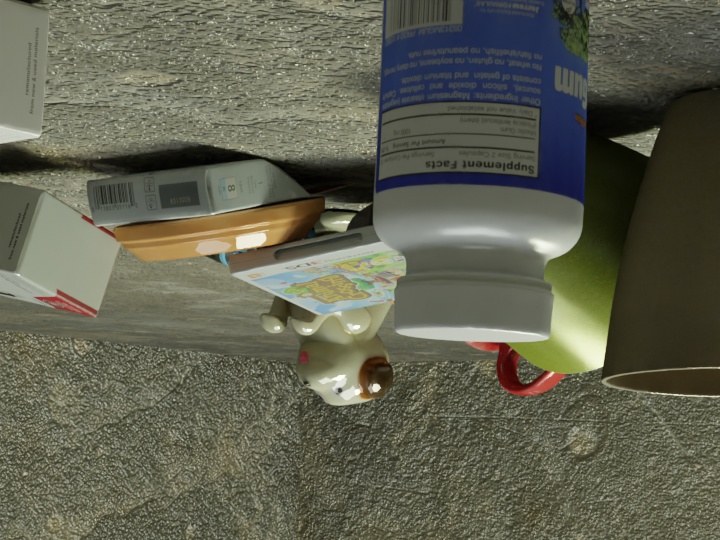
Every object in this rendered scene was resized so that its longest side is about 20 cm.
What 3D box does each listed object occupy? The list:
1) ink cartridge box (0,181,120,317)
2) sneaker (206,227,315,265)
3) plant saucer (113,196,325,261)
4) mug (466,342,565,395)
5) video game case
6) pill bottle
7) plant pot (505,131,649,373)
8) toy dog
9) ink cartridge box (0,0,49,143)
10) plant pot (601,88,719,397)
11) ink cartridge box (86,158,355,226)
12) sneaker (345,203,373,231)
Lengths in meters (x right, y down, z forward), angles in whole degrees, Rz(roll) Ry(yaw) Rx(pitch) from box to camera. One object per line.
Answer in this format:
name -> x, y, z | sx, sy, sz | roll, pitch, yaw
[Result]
ink cartridge box -> -0.349, -0.031, 1.594 | 0.199, 0.084, 0.144 | 12, 168, 26
sneaker -> -0.114, -0.031, 1.786 | 0.082, 0.074, 0.200 | 8, 170, -30
plant saucer -> -0.130, -0.038, 1.597 | 0.199, 0.038, 0.200 | -9, -176, 1
mug -> 0.207, 0.029, 1.835 | 0.133, 0.178, 0.200 | -30, -170, -37
video game case -> 0.000, 0.000, 1.620 | 0.181, 0.022, 0.200 | -11, 164, 21
pill bottle -> 0.063, -0.065, 0.898 | 0.112, 0.201, 0.112 | 2, 174, 0
plant pot -> 0.117, -0.043, 1.289 | 0.187, 0.188, 0.200 | -4, 156, 44
toy dog -> -0.021, 0.048, 1.879 | 0.139, 0.201, 0.194 | -3, 171, 41
ink cartridge box -> -0.305, -0.126, 0.997 | 0.146, 0.083, 0.200 | -3, 172, 40
plant pot -> 0.262, -0.020, 1.202 | 0.186, 0.201, 0.187 | 1, 170, 0
ink cartridge box -> -0.127, -0.080, 1.585 | 0.160, 0.047, 0.200 | -4, -173, 41
sneaker -> 0.087, -0.029, 1.720 | 0.199, 0.078, 0.112 | -3, 171, 36
